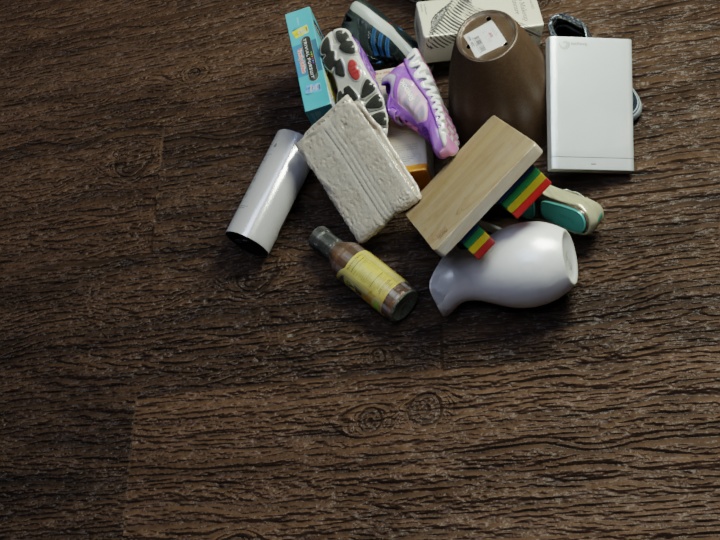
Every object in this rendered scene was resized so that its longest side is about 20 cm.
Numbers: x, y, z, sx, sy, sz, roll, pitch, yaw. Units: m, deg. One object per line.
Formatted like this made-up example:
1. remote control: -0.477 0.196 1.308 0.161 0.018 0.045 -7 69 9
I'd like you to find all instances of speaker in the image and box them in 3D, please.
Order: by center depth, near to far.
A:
1. speaker: -0.143 -0.126 1.799 0.081 0.081 0.201 17 71 24

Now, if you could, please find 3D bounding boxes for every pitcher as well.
1. pitcher: 0.213 -0.021 1.626 0.198 0.122 0.173 -10 46 25

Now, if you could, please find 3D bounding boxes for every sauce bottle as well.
1. sauce bottle: 0.000 0.000 1.704 0.065 0.065 0.200 -46 59 -8

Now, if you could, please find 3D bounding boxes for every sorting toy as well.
1. sorting toy: 0.173 -0.110 1.601 0.200 0.069 0.199 -47 21 7

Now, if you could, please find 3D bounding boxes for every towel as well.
1. towel: -0.005 -0.156 1.704 0.132 0.034 0.201 -37 80 29

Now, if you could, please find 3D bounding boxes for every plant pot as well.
1. plant pot: 0.210 -0.300 1.703 0.185 0.200 0.189 -7 64 14

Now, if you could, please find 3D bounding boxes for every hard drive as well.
1. hard drive: 0.346 -0.249 1.671 0.130 0.027 0.202 1 85 -8

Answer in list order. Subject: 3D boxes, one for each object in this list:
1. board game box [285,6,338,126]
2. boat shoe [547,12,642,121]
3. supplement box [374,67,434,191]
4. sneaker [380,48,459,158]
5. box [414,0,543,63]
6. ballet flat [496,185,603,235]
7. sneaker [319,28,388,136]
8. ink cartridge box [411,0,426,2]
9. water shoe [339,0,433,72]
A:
1. board game box: -0.065 -0.305 1.820 0.046 0.151 0.202 -16 62 8
2. boat shoe: 0.358 -0.313 1.725 0.071 0.091 0.201 -38 60 -3
3. supplement box: 0.050 -0.224 1.788 0.125 0.074 0.202 -7 65 14
4. sneaker: 0.087 -0.245 1.707 0.088 0.081 0.201 -26 58 9
5. box: 0.191 -0.396 1.801 0.198 0.069 0.083 -8 61 -5
6. ballet flat: 0.279 -0.108 1.670 0.199 0.070 0.070 28 76 35
7. sneaker: 0.007 -0.288 1.747 0.080 0.083 0.202 -23 77 29
8. ink cartridge box: 0.125 -0.512 1.862 0.199 0.147 0.086 31 79 28
9. water shoe: 0.044 -0.376 1.880 0.200 0.071 0.079 47 113 28
